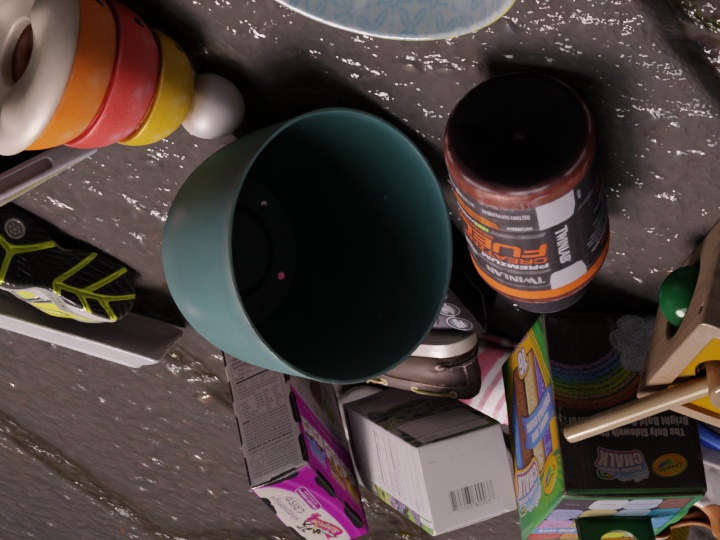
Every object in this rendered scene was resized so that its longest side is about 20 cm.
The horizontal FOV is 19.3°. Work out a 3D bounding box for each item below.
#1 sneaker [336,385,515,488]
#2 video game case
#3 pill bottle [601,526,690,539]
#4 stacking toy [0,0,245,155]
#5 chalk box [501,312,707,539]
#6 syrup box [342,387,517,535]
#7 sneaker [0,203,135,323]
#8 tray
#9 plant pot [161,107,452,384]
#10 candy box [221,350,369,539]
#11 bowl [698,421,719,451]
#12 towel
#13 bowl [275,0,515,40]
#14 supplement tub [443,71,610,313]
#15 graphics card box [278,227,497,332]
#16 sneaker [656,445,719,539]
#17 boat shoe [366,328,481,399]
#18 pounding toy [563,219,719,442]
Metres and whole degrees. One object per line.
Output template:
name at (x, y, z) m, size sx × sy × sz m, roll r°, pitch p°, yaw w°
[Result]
sneaker at (0.060, 0.168, 2.041) m, size 0.200 × 0.075 × 0.088 m, roll 30°, pitch 165°, yaw -10°
video game case at (-0.333, -0.048, 1.750) m, size 0.200 × 0.182 × 0.022 m, roll -22°, pitch 98°, yaw 53°
pill bottle at (0.236, 0.245, 1.908) m, size 0.111 × 0.200 × 0.111 m, roll 14°, pitch 154°, yaw 7°
stacking toy at (-0.173, -0.138, 1.544) m, size 0.200 × 0.146 × 0.146 m, roll 13°, pitch 161°, yaw -35°
chalk box at (0.196, 0.148, 1.711) m, size 0.125 × 0.200 × 0.124 m, roll 1°, pitch 157°, yaw -12°
syrup box at (0.057, 0.158, 1.823) m, size 0.079 × 0.082 × 0.200 m, roll -15°, pitch -169°, yaw -16°
sneaker at (-0.305, -0.001, 1.920) m, size 0.200 × 0.076 × 0.076 m, roll 31°, pitch 151°, yaw -22°
tray at (-0.273, 0.051, 1.987) m, size 0.200 × 0.022 × 0.107 m, roll 16°, pitch -165°, yaw 4°
plant pot at (-0.056, -0.017, 1.603) m, size 0.200 × 0.201 × 0.161 m, roll 34°, pitch 161°, yaw -29°
candy box at (-0.062, 0.132, 1.881) m, size 0.061 × 0.200 × 0.136 m, roll -23°, pitch 141°, yaw 11°
bowl at (0.354, 0.136, 1.801) m, size 0.200 × 0.039 × 0.201 m, roll 15°, pitch 154°, yaw 7°
towel at (0.121, 0.101, 1.896) m, size 0.200 × 0.030 × 0.146 m, roll 19°, pitch 154°, yaw -1°
bowl at (0.011, -0.233, 1.215) m, size 0.200 × 0.108 × 0.200 m, roll 15°, pitch 155°, yaw 7°
supplement tub at (0.123, -0.046, 1.514) m, size 0.107 × 0.107 × 0.200 m, roll 10°, pitch 153°, yaw 17°
graphics card box at (0.000, 0.000, 1.751) m, size 0.200 × 0.051 × 0.125 m, roll 0°, pitch 149°, yaw 31°
sneaker at (0.237, 0.179, 1.827) m, size 0.200 × 0.085 × 0.073 m, roll 17°, pitch 159°, yaw 30°
boat shoe at (0.021, 0.070, 1.819) m, size 0.200 × 0.072 × 0.060 m, roll 6°, pitch 119°, yaw 41°
pounding toy at (0.284, 0.067, 1.592) m, size 0.200 × 0.142 × 0.184 m, roll 19°, pitch 154°, yaw -3°
